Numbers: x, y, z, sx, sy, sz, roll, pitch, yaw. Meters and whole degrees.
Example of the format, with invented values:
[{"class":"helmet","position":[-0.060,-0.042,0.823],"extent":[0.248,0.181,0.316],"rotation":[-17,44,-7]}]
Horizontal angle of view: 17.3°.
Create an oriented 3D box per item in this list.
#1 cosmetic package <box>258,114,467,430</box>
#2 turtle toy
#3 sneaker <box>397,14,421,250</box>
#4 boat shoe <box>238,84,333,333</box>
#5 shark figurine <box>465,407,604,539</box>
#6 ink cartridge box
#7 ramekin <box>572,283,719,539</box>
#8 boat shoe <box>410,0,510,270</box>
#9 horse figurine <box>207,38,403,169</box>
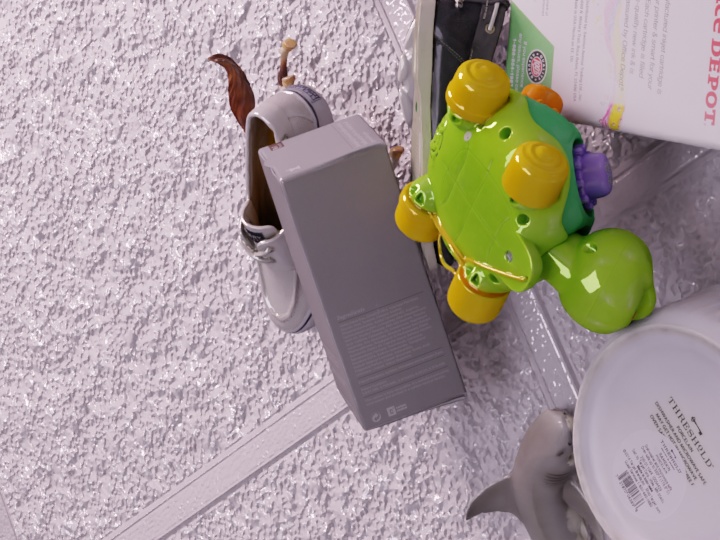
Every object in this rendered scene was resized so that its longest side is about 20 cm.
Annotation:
[{"class":"cosmetic package","position":[0.000,0.000,1.676],"extent":[0.107,0.090,0.200],"rotation":[-125,18,-69]},{"class":"turtle toy","position":[0.112,-0.038,1.518],"extent":[0.200,0.101,0.146],"rotation":[57,141,31]},{"class":"sneaker","position":[0.080,-0.106,1.678],"extent":[0.083,0.081,0.200],"rotation":[5,107,30]},{"class":"boat shoe","position":[-0.062,-0.037,1.752],"extent":[0.071,0.070,0.200],"rotation":[27,127,33]},{"class":"shark figurine","position":[0.121,0.182,1.632],"extent":[0.128,0.089,0.215],"rotation":[-116,15,-70]},{"class":"ink cartridge box","position":[0.197,-0.162,1.532],"extent":[0.200,0.087,0.146],"rotation":[15,105,45]},{"class":"ramekin","position":[0.229,0.109,1.512],"extent":[0.200,0.105,0.201],"rotation":[6,98,44]},{"class":"boat shoe","position":[0.067,-0.093,1.611],"extent":[0.072,0.067,0.200],"rotation":[-102,14,-68]},{"class":"horse figurine","position":[-0.040,-0.087,1.793],"extent":[0.200,0.050,0.133],"rotation":[44,141,24]}]
